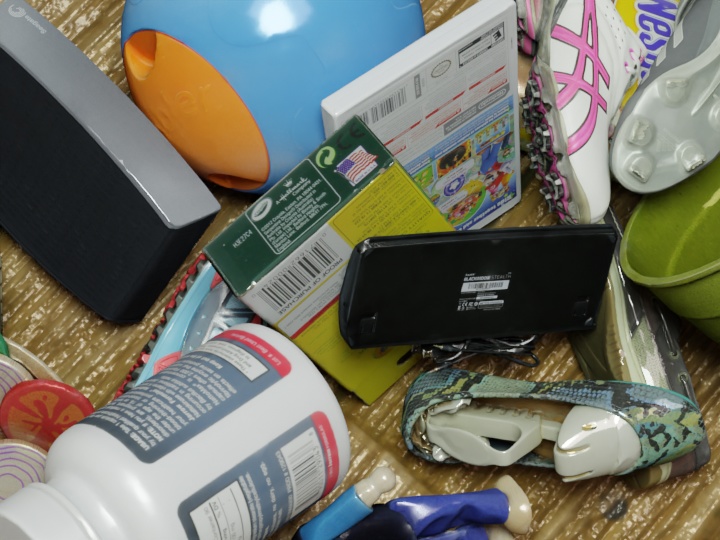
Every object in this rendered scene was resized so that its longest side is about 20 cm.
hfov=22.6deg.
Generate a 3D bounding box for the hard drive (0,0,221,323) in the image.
[{"bbox_3d":[-0.194,-0.067,1.176,0.200,0.135,0.042,46,37,8],"label":"hard drive"}]

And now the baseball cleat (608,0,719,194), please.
[{"bbox_3d":[0.224,-0.133,1.184,0.070,0.106,0.200,40,85,-12],"label":"baseball cleat"}]

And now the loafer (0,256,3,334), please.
[{"bbox_3d":[-0.264,0.041,1.161,0.067,0.076,0.200,-4,73,-15],"label":"loafer"}]

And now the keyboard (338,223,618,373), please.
[{"bbox_3d":[0.068,0.014,1.154,0.200,0.104,0.040,-2,28,-30],"label":"keyboard"}]

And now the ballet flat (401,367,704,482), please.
[{"bbox_3d":[0.118,0.107,1.163,0.200,0.074,0.074,2,70,24],"label":"ballet flat"}]

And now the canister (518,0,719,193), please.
[{"bbox_3d":[0.173,-0.137,1.271,0.200,0.087,0.149,18,72,0],"label":"canister"}]

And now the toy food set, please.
[{"bbox_3d":[-0.255,0.120,1.102,0.197,0.049,0.200,-2,109,1],"label":"toy food set"}]

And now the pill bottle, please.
[{"bbox_3d":[-0.114,0.126,1.052,0.200,0.120,0.120,-32,79,-34],"label":"pill bottle"}]

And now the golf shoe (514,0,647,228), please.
[{"bbox_3d":[0.149,-0.127,1.185,0.092,0.073,0.201,-6,78,-5],"label":"golf shoe"}]

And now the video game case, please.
[{"bbox_3d":[0.044,-0.075,1.176,0.143,0.200,0.018,-34,57,-18],"label":"video game case"}]

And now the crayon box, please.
[{"bbox_3d":[0.000,0.000,1.148,0.127,0.200,0.051,-41,56,2],"label":"crayon box"}]

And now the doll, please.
[{"bbox_3d":[0.007,0.172,1.132,0.200,0.137,0.049,-9,48,-23],"label":"doll"}]

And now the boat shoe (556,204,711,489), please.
[{"bbox_3d":[0.186,0.046,1.227,0.066,0.072,0.201,-9,77,-24],"label":"boat shoe"}]

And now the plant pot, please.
[{"bbox_3d":[0.302,0.001,1.141,0.193,0.200,0.200,46,71,-16],"label":"plant pot"}]

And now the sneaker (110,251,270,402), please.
[{"bbox_3d":[-0.091,0.054,1.191,0.095,0.079,0.200,32,79,-9],"label":"sneaker"}]

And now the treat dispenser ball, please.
[{"bbox_3d":[-0.057,-0.150,1.183,0.200,0.201,0.201,2,72,-7],"label":"treat dispenser ball"}]
